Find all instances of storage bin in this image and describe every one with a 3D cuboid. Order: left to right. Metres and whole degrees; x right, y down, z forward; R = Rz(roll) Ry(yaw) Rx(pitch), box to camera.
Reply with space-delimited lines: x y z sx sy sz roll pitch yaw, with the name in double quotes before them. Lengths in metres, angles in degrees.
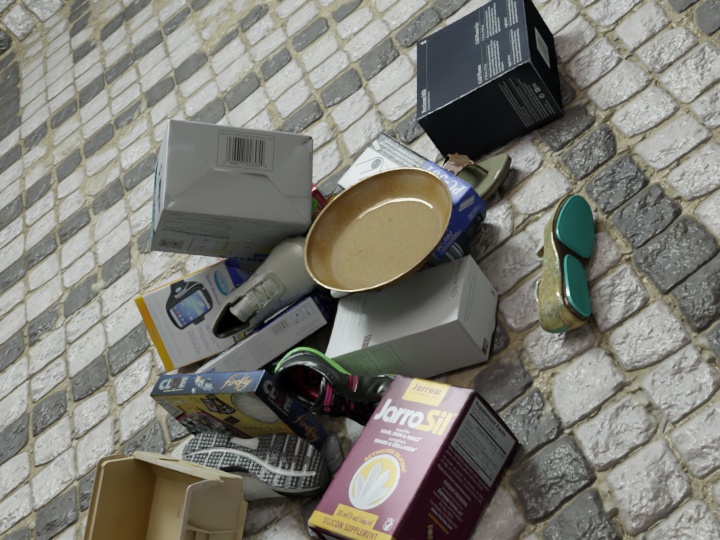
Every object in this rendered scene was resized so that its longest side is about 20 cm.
"storage bin" -0.237 0.326 1.505 0.198 0.093 0.202 3 83 48

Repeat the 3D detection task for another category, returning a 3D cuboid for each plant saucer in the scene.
"plant saucer" 0.026 -0.041 1.552 0.197 0.036 0.202 -18 42 17

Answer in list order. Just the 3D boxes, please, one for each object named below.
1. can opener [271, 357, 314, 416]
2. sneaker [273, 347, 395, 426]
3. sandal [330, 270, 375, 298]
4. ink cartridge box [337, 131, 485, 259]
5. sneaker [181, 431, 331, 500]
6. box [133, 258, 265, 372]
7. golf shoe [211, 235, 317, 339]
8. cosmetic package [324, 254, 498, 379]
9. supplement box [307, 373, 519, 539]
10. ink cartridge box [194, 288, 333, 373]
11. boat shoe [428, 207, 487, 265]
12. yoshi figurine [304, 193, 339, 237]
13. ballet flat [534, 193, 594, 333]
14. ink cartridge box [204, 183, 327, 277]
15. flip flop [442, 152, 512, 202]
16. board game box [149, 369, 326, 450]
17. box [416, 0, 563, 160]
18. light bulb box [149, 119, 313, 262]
"can opener" -0.104 0.155 1.660 0.199 0.063 0.080 -14 84 54
"sneaker" -0.017 0.153 1.503 0.197 0.078 0.084 14 20 23
"sandal" -0.007 0.002 1.647 0.081 0.051 0.203 -19 -1 -7
"ink cartridge box" 0.063 -0.100 1.651 0.094 0.044 0.199 -49 44 -5
"sneaker" -0.121 0.247 1.571 0.197 0.081 0.074 5 50 27
"box" -0.221 0.060 1.832 0.198 0.121 0.041 -21 7 27
"golf shoe" -0.125 0.033 1.682 0.200 0.078 0.097 -42 3 41
"cosmetic package" 0.063 0.070 1.560 0.198 0.081 0.114 -22 36 30
"supplement box" 0.058 0.228 1.370 0.130 0.103 0.201 4 54 48
"ink cartridge box" -0.132 0.100 1.716 0.199 0.045 0.094 -34 3 6
"boat shoe" 0.081 -0.066 1.711 0.199 0.071 0.091 19 65 46
"yoshi figurine" -0.042 -0.046 1.762 0.200 0.110 0.114 146 120 -62
"ballet flat" 0.234 -0.007 1.491 0.070 0.071 0.202 -21 39 29
"ink cartridge box" -0.138 -0.056 1.906 0.200 0.084 0.145 -42 33 0
"flip flop" 0.120 -0.128 1.743 0.198 0.058 0.082 -2 50 45
"board game box" -0.156 0.181 1.614 0.198 0.136 0.035 -6 47 41
"box" 0.179 -0.275 1.805 0.180 0.104 0.202 -24 37 24
"light bulb box" -0.176 -0.100 1.704 0.200 0.195 0.127 138 136 -70
